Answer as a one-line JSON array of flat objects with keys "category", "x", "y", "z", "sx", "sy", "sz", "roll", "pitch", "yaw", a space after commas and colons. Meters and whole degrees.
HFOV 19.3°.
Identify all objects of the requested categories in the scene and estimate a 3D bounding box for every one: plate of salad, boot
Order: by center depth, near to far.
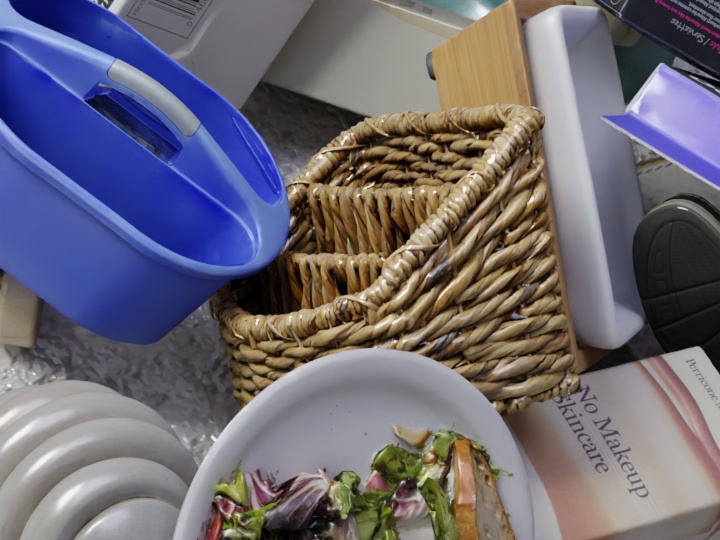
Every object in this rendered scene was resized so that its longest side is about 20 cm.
[{"category": "plate of salad", "x": 0.005, "y": 0.136, "z": 0.960, "sx": 0.199, "sy": 0.202, "sz": 0.048, "roll": -16, "pitch": 15, "yaw": -30}, {"category": "boot", "x": 0.240, "y": 0.014, "z": 1.228, "sx": 0.204, "sy": 0.073, "sz": 0.154, "roll": 53, "pitch": 40, "yaw": -15}]

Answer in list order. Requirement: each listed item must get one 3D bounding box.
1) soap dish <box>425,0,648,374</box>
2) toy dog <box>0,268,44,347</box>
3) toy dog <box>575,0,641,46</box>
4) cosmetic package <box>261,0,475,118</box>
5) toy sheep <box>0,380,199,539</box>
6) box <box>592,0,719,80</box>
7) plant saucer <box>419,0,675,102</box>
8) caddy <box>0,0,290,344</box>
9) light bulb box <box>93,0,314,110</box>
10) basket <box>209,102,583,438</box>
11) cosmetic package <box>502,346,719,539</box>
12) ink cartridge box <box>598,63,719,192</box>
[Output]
[{"category": "soap dish", "x": 0.104, "y": -0.049, "z": 1.184, "sx": 0.081, "sy": 0.202, "sz": 0.157, "roll": -9, "pitch": 4, "yaw": 18}, {"category": "toy dog", "x": -0.209, "y": -0.055, "z": 1.167, "sx": 0.131, "sy": 0.097, "sz": 0.201, "roll": -2, "pitch": 49, "yaw": -21}, {"category": "toy dog", "x": 0.132, "y": -0.241, "z": 1.396, "sx": 0.200, "sy": 0.140, "sz": 0.194, "roll": 36, "pitch": 76, "yaw": 16}, {"category": "cosmetic package", "x": 0.031, "y": -0.127, "z": 1.304, "sx": 0.199, "sy": 0.074, "sz": 0.104, "roll": 19, "pitch": 11, "yaw": -2}, {"category": "toy sheep", "x": -0.130, "y": 0.119, "z": 1.007, "sx": 0.137, "sy": 0.139, "sz": 0.200, "roll": -18, "pitch": 25, "yaw": -31}, {"category": "box", "x": 0.228, "y": -0.173, "z": 1.262, "sx": 0.199, "sy": 0.115, "sz": 0.132, "roll": 26, "pitch": 13, "yaw": -27}, {"category": "plant saucer", "x": 0.128, "y": -0.194, "z": 1.451, "sx": 0.198, "sy": 0.036, "sz": 0.201, "roll": 10, "pitch": 47, "yaw": -10}, {"category": "caddy", "x": -0.129, "y": -0.061, "z": 1.086, "sx": 0.200, "sy": 0.105, "sz": 0.142, "roll": 37, "pitch": 37, "yaw": -12}, {"category": "light bulb box", "x": -0.122, "y": -0.211, "z": 1.235, "sx": 0.124, "sy": 0.199, "sz": 0.200, "roll": 17, "pitch": 26, "yaw": -47}, {"category": "basket", "x": 0.000, "y": 0.000, "z": 1.088, "sx": 0.142, "sy": 0.150, "sz": 0.200, "roll": -13, "pitch": 9, "yaw": -26}, {"category": "cosmetic package", "x": 0.110, "y": 0.121, "z": 1.116, "sx": 0.199, "sy": 0.088, "sz": 0.104, "roll": -13, "pitch": 53, "yaw": -28}, {"category": "ink cartridge box", "x": 0.251, "y": -0.051, "z": 1.198, "sx": 0.198, "sy": 0.044, "sz": 0.200, "roll": 34, "pitch": 15, "yaw": 19}]
